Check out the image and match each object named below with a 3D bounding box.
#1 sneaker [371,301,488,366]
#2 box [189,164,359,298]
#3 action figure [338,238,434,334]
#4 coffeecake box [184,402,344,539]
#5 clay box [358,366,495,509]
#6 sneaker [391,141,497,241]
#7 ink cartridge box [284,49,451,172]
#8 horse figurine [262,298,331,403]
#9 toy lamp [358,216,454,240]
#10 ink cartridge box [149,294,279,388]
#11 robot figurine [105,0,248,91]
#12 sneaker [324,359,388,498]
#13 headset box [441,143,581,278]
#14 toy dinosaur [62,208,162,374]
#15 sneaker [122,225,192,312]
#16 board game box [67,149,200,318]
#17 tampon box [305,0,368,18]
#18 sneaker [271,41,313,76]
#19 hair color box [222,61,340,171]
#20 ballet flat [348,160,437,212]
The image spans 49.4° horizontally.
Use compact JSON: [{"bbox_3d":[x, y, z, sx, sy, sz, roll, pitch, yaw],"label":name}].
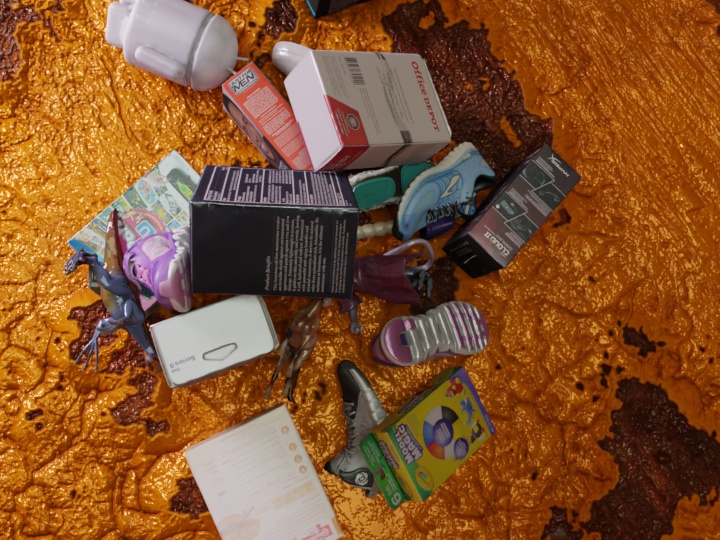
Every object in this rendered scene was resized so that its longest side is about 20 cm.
[{"bbox_3d":[0.098,0.100,1.158,0.199,0.088,0.081,-7,74,-32],"label":"sneaker"},{"bbox_3d":[-0.111,-0.054,1.009,0.197,0.200,0.124,3,109,-6],"label":"box"},{"bbox_3d":[0.000,0.000,1.146,0.199,0.134,0.149,2,47,15],"label":"action figure"},{"bbox_3d":[-0.135,0.310,1.100,0.153,0.073,0.201,-24,87,-11],"label":"coffeecake box"},{"bbox_3d":[0.097,0.238,1.114,0.200,0.048,0.115,-34,101,-36],"label":"clay box"},{"bbox_3d":[0.126,-0.106,1.138,0.090,0.078,0.200,41,66,16],"label":"sneaker"},{"bbox_3d":[0.012,-0.223,1.100,0.199,0.083,0.147,-9,75,-37],"label":"ink cartridge box"},{"bbox_3d":[-0.087,0.106,1.091,0.050,0.200,0.133,23,52,3],"label":"horse figurine"},{"bbox_3d":[0.043,-0.063,1.185,0.199,0.058,0.059,-11,85,-8],"label":"toy lamp"},{"bbox_3d":[-0.192,0.095,1.053,0.145,0.200,0.088,-20,87,-10],"label":"ink cartridge box"},{"bbox_3d":[-0.264,-0.332,1.137,0.199,0.113,0.170,20,45,-6],"label":"robot figurine"},{"bbox_3d":[-0.012,0.238,1.130,0.115,0.075,0.201,-28,89,-9],"label":"sneaker"},{"bbox_3d":[0.214,-0.076,1.166,0.077,0.149,0.200,43,79,-2],"label":"headset box"},{"bbox_3d":[-0.308,0.045,1.041,0.181,0.105,0.200,43,66,-22],"label":"toy dinosaur"},{"bbox_3d":[-0.259,-0.001,0.998,0.088,0.200,0.081,-2,108,-12],"label":"sneaker"},{"bbox_3d":[-0.289,-0.049,1.126,0.200,0.064,0.148,-44,91,-10],"label":"board game box"},{"bbox_3d":[-0.032,-0.495,1.152,0.126,0.200,0.151,-23,87,-11],"label":"tampon box"},{"bbox_3d":[-0.065,-0.251,1.181,0.199,0.074,0.116,31,76,-6],"label":"sneaker"},{"bbox_3d":[-0.117,-0.197,1.152,0.061,0.102,0.200,-40,89,-12],"label":"hair color box"},{"bbox_3d":[0.041,-0.132,1.180,0.199,0.072,0.072,-12,84,-36],"label":"ballet flat"}]
